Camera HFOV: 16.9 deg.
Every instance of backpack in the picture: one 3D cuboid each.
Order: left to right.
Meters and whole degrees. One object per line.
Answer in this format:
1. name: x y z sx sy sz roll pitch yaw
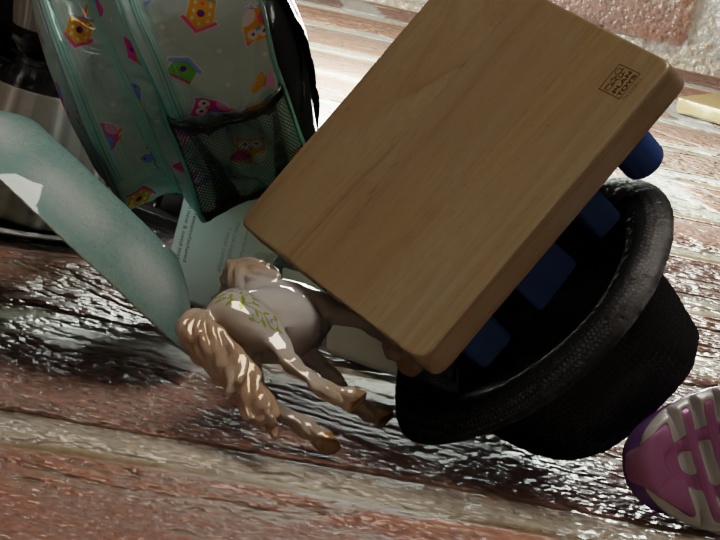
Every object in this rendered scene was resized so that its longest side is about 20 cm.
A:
1. backpack: -0.111 -0.146 1.419 0.153 0.200 0.176 -14 51 -8

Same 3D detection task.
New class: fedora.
1. fedora: 0.115 0.042 1.328 0.092 0.201 0.201 42 1 -23

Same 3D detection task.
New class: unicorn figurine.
1. unicorn figurine: -0.041 0.037 1.308 0.137 0.074 0.200 35 3 16

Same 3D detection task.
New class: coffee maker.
1. coffee maker: -0.225 -0.136 1.601 0.192 0.200 0.135 23 15 37

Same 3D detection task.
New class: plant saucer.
1. plant saucer: -0.156 -0.033 1.360 0.201 0.039 0.201 43 -4 4

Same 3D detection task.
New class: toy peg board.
1. toy peg board: 0.072 -0.041 1.325 0.098 0.200 0.199 43 -4 -39

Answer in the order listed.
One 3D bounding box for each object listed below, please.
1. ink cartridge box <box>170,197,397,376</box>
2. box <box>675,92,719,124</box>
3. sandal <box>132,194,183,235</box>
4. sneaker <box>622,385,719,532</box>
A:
1. ink cartridge box: 0.000 0.000 1.513 0.200 0.085 0.146 20 14 21
2. box: 0.506 -0.181 2.976 0.200 0.021 0.163 18 14 23
3. sandal: -0.087 -0.048 1.709 0.200 0.048 0.075 6 14 -31
4. sneaker: 0.210 0.096 1.345 0.200 0.081 0.088 -12 4 -40
